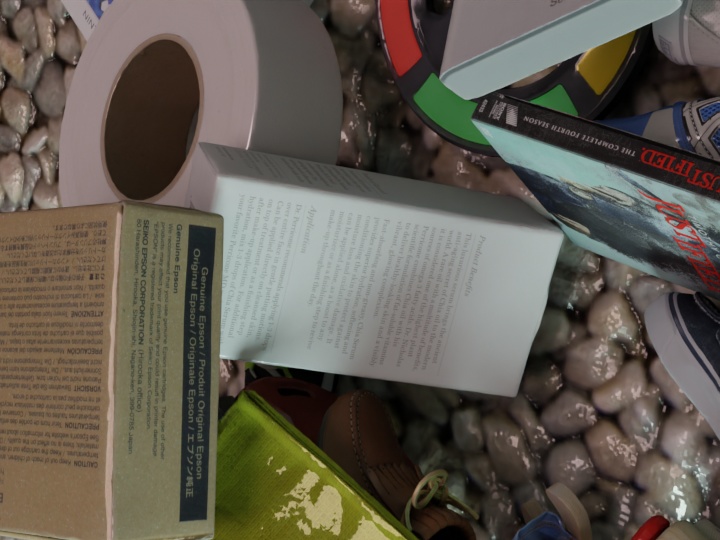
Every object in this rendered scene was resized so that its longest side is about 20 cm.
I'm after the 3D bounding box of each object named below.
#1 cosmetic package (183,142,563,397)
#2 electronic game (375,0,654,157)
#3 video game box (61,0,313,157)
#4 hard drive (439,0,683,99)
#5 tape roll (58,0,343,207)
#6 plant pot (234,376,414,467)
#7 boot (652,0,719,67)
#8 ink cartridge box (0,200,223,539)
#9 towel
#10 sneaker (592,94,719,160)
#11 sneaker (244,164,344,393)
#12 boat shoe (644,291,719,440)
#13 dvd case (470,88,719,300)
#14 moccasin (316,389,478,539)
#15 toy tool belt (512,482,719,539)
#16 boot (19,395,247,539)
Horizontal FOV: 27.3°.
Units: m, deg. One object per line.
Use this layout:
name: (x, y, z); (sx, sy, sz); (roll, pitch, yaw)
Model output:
cosmetic package: (0.000, 0.000, 0.819); (0.071, 0.199, 0.102); (-128, 50, -65)
electronic game: (0.086, -0.165, 0.841); (0.199, 0.041, 0.202); (4, 96, 41)
video game box: (-0.118, -0.208, 1.019); (0.183, 0.047, 0.200); (53, 124, 23)
hard drive: (0.106, -0.190, 0.722); (0.131, 0.027, 0.201); (-19, 50, 45)
tape roll: (-0.103, -0.087, 0.912); (0.202, 0.071, 0.204); (-12, 73, 45)
plant pot: (-0.065, 0.185, 0.911); (0.196, 0.200, 0.201); (-52, 60, 22)
boot: (0.211, -0.190, 0.705); (0.095, 0.073, 0.201); (15, 94, 30)
ink cartridge box: (-0.164, 0.053, 0.770); (0.199, 0.075, 0.166); (-1, 86, 40)
towel: (-0.016, 0.150, 0.729); (0.200, 0.018, 0.086); (40, 89, 26)
sneaker: (0.193, -0.059, 0.744); (0.199, 0.076, 0.077); (11, 74, 43)
sneaker: (-0.056, 0.020, 0.952); (0.071, 0.083, 0.201); (23, 108, 39)
boat shoe: (0.208, 0.050, 0.700); (0.091, 0.071, 0.201); (-45, 29, 14)
dvd case: (0.161, -0.021, 0.721); (0.199, 0.146, 0.022); (23, 78, 37)
moccasin: (0.031, 0.144, 0.765); (0.078, 0.074, 0.202); (-37, 46, 19)
toy tool belt: (0.095, 0.184, 0.803); (0.123, 0.125, 0.201); (41, 118, 22)
boot: (-0.143, 0.097, 0.832); (0.146, 0.070, 0.200); (-50, 62, 14)
